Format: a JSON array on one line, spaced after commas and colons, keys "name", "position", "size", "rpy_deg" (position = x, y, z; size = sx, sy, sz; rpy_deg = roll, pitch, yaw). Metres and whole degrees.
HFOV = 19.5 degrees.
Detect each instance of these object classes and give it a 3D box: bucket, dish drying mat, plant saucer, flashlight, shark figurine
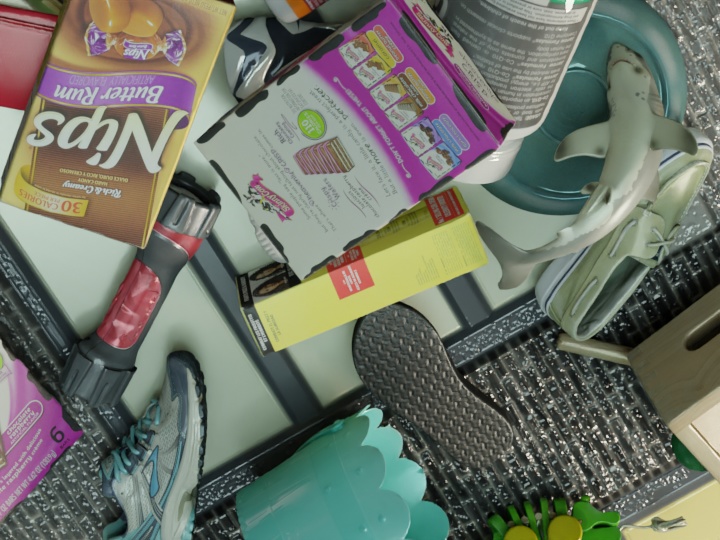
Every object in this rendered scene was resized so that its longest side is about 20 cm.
[{"name": "bucket", "position": [-0.003, 0.228, 1.721], "size": [0.135, 0.207, 0.207], "rpy_deg": [-27, 112, 6]}, {"name": "dish drying mat", "position": [-0.256, -0.157, 1.555], "size": [0.199, 0.018, 0.077], "rpy_deg": [10, 110, -11]}, {"name": "plant saucer", "position": [0.170, -0.135, 1.693], "size": [0.199, 0.027, 0.201], "rpy_deg": [-2, 110, -6]}, {"name": "flashlight", "position": [-0.182, 0.016, 1.684], "size": [0.068, 0.068, 0.200], "rpy_deg": [25, 105, -17]}, {"name": "shark figurine", "position": [0.196, -0.058, 1.643], "size": [0.215, 0.128, 0.089], "rpy_deg": [-56, 145, -1]}]

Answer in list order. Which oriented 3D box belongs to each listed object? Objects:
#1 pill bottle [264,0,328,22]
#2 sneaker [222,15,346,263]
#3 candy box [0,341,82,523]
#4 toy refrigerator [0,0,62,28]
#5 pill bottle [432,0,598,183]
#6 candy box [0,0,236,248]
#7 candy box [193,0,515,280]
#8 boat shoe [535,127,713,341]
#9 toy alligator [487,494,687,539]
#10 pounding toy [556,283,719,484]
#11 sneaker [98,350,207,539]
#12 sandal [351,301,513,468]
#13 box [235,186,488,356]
[{"name": "pill bottle", "position": [-0.002, -0.282, 1.569], "size": [0.200, 0.113, 0.113], "rpy_deg": [-32, 111, 5]}, {"name": "sneaker", "position": [-0.031, -0.107, 1.649], "size": [0.129, 0.080, 0.200], "rpy_deg": [-7, 102, 5]}, {"name": "candy box", "position": [-0.331, 0.108, 1.649], "size": [0.136, 0.061, 0.200], "rpy_deg": [-49, 124, -17]}, {"name": "toy refrigerator", "position": [-0.256, -0.180, 1.596], "size": [0.200, 0.076, 0.070], "rpy_deg": [39, 102, -18]}, {"name": "pill bottle", "position": [0.103, -0.171, 1.580], "size": [0.113, 0.113, 0.200], "rpy_deg": [13, 127, -12]}, {"name": "candy box", "position": [-0.180, -0.128, 1.536], "size": [0.116, 0.056, 0.200], "rpy_deg": [18, 109, -14]}, {"name": "candy box", "position": [-0.005, -0.103, 1.549], "size": [0.200, 0.061, 0.136], "rpy_deg": [-33, 100, 27]}, {"name": "boat shoe", "position": [0.226, -0.027, 1.711], "size": [0.072, 0.062, 0.200], "rpy_deg": [17, 118, -47]}, {"name": "toy alligator", "position": [0.181, 0.220, 1.818], "size": [0.199, 0.059, 0.054], "rpy_deg": [-13, 71, -2]}, {"name": "pounding toy", "position": [0.308, 0.089, 1.753], "size": [0.200, 0.142, 0.184], "rpy_deg": [-37, 125, 10]}, {"name": "sneaker", "position": [-0.174, 0.160, 1.737], "size": [0.086, 0.078, 0.201], "rpy_deg": [6, 110, -6]}, {"name": "sandal", "position": [0.053, 0.093, 1.760], "size": [0.075, 0.048, 0.201], "rpy_deg": [-36, 123, 6]}, {"name": "box", "position": [0.000, 0.000, 1.698], "size": [0.200, 0.075, 0.050], "rpy_deg": [-21, 112, 2]}]
